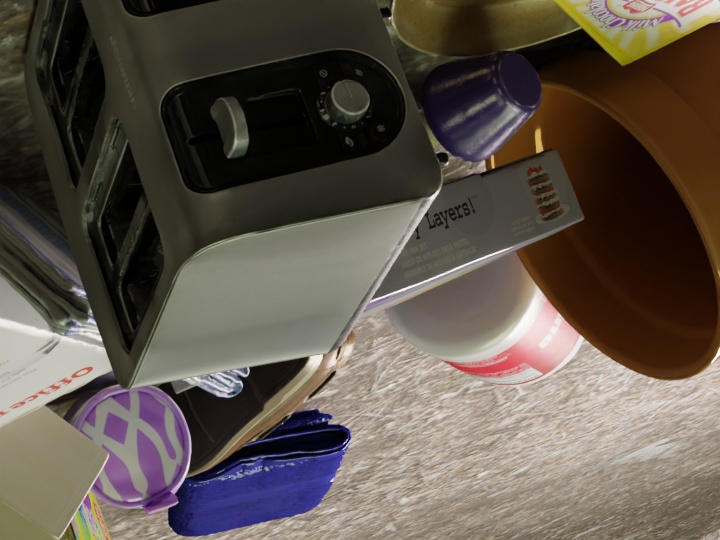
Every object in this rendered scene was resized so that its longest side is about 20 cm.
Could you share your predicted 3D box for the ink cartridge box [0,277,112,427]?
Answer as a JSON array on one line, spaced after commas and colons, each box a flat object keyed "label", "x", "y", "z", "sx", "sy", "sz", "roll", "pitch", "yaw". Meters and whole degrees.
[{"label": "ink cartridge box", "x": -0.239, "y": 0.029, "z": 1.106, "sx": 0.146, "sy": 0.085, "sz": 0.200, "roll": -26, "pitch": 162, "yaw": 15}]

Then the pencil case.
[{"label": "pencil case", "x": -0.159, "y": 0.119, "z": 1.384, "sx": 0.084, "sy": 0.086, "sz": 0.200, "roll": -17, "pitch": 178, "yaw": -9}]

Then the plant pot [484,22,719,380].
[{"label": "plant pot", "x": 0.190, "y": -0.055, "z": 1.223, "sx": 0.140, "sy": 0.200, "sz": 0.200, "roll": -32, "pitch": 167, "yaw": -24}]

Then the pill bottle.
[{"label": "pill bottle", "x": 0.093, "y": 0.018, "z": 1.419, "sx": 0.112, "sy": 0.113, "sz": 0.200, "roll": -26, "pitch": 162, "yaw": 13}]

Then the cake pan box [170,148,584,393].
[{"label": "cake pan box", "x": 0.000, "y": 0.000, "z": 1.181, "sx": 0.200, "sy": 0.053, "sz": 0.184, "roll": -20, "pitch": 174, "yaw": -44}]

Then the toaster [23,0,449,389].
[{"label": "toaster", "x": -0.063, "y": -0.061, "z": 0.906, "sx": 0.118, "sy": 0.182, "sz": 0.200, "roll": -11, "pitch": 159, "yaw": -21}]

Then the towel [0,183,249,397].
[{"label": "towel", "x": -0.144, "y": 0.003, "z": 1.052, "sx": 0.024, "sy": 0.147, "sz": 0.200, "roll": -51, "pitch": 156, "yaw": 3}]

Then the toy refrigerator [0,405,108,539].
[{"label": "toy refrigerator", "x": -0.238, "y": 0.127, "z": 1.298, "sx": 0.200, "sy": 0.076, "sz": 0.070, "roll": -20, "pitch": -144, "yaw": 59}]

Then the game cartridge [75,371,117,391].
[{"label": "game cartridge", "x": -0.133, "y": 0.022, "z": 1.293, "sx": 0.133, "sy": 0.042, "sz": 0.200, "roll": -7, "pitch": 157, "yaw": -28}]

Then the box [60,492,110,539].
[{"label": "box", "x": -0.288, "y": 0.205, "z": 1.495, "sx": 0.192, "sy": 0.122, "sz": 0.200, "roll": -21, "pitch": 162, "yaw": -4}]

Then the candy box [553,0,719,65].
[{"label": "candy box", "x": 0.143, "y": -0.157, "z": 1.026, "sx": 0.102, "sy": 0.027, "sz": 0.200, "roll": -24, "pitch": 162, "yaw": 18}]

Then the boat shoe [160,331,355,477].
[{"label": "boat shoe", "x": -0.084, "y": 0.098, "z": 1.506, "sx": 0.200, "sy": 0.072, "sz": 0.068, "roll": -33, "pitch": 158, "yaw": 31}]

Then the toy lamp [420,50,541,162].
[{"label": "toy lamp", "x": 0.019, "y": -0.066, "z": 1.139, "sx": 0.058, "sy": 0.058, "sz": 0.200, "roll": -4, "pitch": 164, "yaw": -43}]

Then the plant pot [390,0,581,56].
[{"label": "plant pot", "x": 0.103, "y": -0.170, "z": 1.028, "sx": 0.199, "sy": 0.028, "sz": 0.200, "roll": -19, "pitch": 161, "yaw": -7}]

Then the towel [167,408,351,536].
[{"label": "towel", "x": -0.092, "y": 0.172, "z": 1.764, "sx": 0.147, "sy": 0.050, "sz": 0.200, "roll": -10, "pitch": 161, "yaw": -12}]
